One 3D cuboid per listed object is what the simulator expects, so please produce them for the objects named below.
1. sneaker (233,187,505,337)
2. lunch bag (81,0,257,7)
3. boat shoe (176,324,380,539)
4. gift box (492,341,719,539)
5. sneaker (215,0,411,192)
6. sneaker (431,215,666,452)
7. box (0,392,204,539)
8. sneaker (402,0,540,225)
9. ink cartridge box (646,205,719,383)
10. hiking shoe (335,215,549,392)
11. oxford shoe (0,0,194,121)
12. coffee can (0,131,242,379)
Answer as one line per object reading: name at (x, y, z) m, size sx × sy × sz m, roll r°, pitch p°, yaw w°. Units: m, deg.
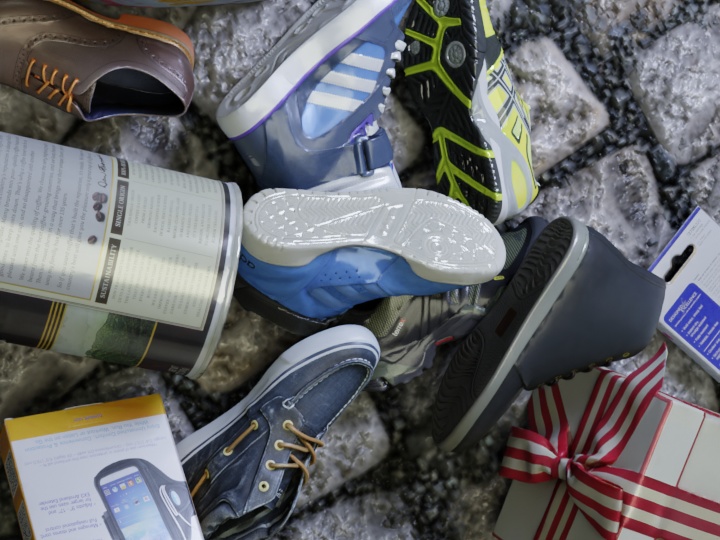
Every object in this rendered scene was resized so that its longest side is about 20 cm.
sneaker at (0.000, -0.001, 1.184) m, size 0.199 × 0.111 × 0.077 m, roll 2°, pitch 55°, yaw -17°
lunch bag at (-0.103, -0.248, 1.118) m, size 0.199 × 0.170 × 0.128 m, roll 1°, pitch 94°, yaw -12°
boat shoe at (-0.055, 0.131, 1.183) m, size 0.200 × 0.091 × 0.071 m, roll -40°, pitch 136°, yaw 14°
gift box at (0.222, 0.160, 1.249) m, size 0.186 × 0.184 × 0.201 m, roll 19°, pitch 87°, yaw -25°
sneaker at (0.001, -0.124, 1.212) m, size 0.200 × 0.081 × 0.147 m, roll -44°, pitch 113°, yaw -10°
sneaker at (0.142, 0.068, 1.197) m, size 0.106 × 0.075 × 0.200 m, roll 29°, pitch 104°, yaw -22°
box at (-0.173, 0.191, 1.129) m, size 0.119 × 0.041 × 0.200 m, roll -8°, pitch 65°, yaw -26°
sneaker at (0.088, -0.134, 1.242) m, size 0.076 × 0.075 × 0.201 m, roll -13°, pitch 96°, yaw -47°
ink cartridge box at (0.313, 0.043, 1.329) m, size 0.200 × 0.037 × 0.095 m, roll 40°, pitch 86°, yaw -18°
hiking shoe at (0.060, 0.006, 1.237) m, size 0.200 × 0.076 × 0.101 m, roll -35°, pitch 107°, yaw -8°
oxford shoe at (-0.214, -0.149, 1.137) m, size 0.199 × 0.073 × 0.071 m, roll 4°, pitch 134°, yaw -15°
coffee can at (-0.198, -0.012, 1.130) m, size 0.199 × 0.146 × 0.147 m, roll 12°, pitch 93°, yaw -16°
